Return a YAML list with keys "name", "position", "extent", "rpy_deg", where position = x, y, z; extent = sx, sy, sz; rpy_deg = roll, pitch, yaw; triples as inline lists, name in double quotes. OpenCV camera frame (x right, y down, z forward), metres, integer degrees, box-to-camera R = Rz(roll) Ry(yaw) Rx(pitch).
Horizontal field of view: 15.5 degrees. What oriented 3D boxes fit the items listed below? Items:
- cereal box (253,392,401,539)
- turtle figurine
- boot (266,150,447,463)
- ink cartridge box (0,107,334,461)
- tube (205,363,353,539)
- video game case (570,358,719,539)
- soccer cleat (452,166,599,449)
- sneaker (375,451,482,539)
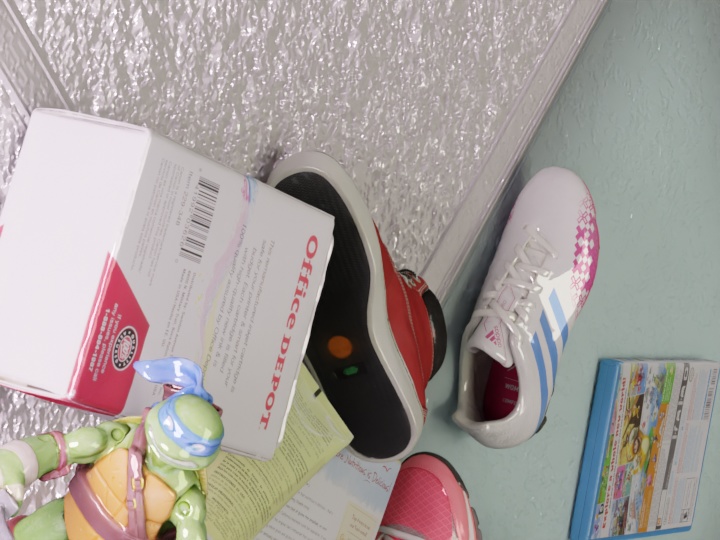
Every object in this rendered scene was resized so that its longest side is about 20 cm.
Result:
- name: "cereal box"
  position: [-0.050, 0.185, 1.623]
  extent: [0.144, 0.039, 0.201]
  rpy_deg: [40, 65, -54]
- name: "turtle figurine"
  position: [-0.140, 0.153, 1.293]
  extent: [0.144, 0.194, 0.201]
  rpy_deg: [12, 51, -28]
- name: "boot"
  position: [0.000, 0.000, 1.634]
  extent: [0.144, 0.072, 0.201]
  rpy_deg: [-64, 139, -61]
- name: "ink cartridge box"
  position: [-0.110, 0.011, 1.420]
  extent: [0.200, 0.085, 0.148]
  rpy_deg: [27, 77, -59]
- name: "tube"
  position: [-0.074, 0.128, 1.520]
  extent: [0.200, 0.052, 0.058]
  rpy_deg: [-49, 153, -40]
- name: "video game case"
  position: [0.228, 0.141, 2.095]
  extent: [0.200, 0.018, 0.144]
  rpy_deg: [3, 98, -59]
- name: "soccer cleat"
  position: [0.112, 0.025, 1.809]
  extent: [0.086, 0.070, 0.201]
  rpy_deg: [12, 90, -60]
- name: "sneaker"
  position: [0.020, 0.216, 1.720]
  extent: [0.087, 0.074, 0.201]
  rpy_deg: [20, 83, -58]
